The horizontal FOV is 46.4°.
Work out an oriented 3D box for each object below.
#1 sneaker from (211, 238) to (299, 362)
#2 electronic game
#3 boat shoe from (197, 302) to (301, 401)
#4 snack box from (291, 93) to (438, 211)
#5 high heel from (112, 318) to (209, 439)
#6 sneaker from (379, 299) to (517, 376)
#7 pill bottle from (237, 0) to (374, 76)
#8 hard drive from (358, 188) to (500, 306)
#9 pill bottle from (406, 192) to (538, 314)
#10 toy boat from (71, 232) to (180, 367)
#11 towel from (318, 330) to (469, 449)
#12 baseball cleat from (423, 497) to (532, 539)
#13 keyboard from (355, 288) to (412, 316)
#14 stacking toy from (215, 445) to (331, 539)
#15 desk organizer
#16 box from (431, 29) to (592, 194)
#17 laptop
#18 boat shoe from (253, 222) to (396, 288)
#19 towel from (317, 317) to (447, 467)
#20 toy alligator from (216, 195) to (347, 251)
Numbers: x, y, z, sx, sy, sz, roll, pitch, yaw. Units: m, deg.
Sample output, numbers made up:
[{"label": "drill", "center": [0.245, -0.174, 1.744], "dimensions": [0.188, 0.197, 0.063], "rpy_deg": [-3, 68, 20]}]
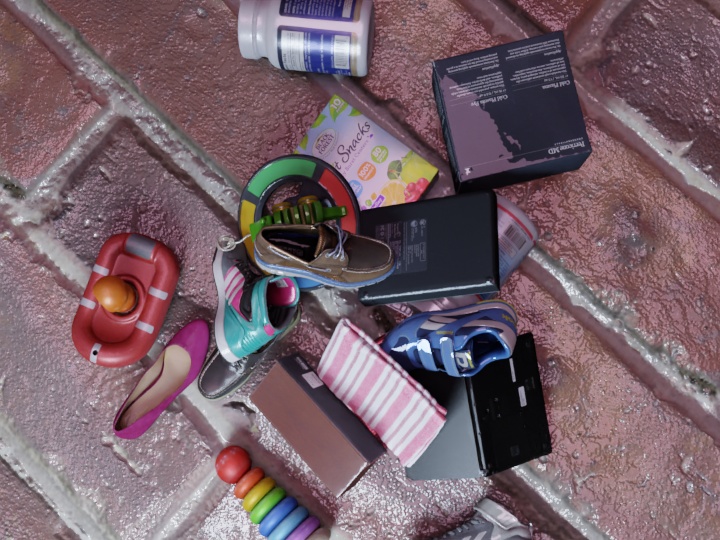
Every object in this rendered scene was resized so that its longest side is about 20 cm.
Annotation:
[{"label": "sneaker", "center": [-0.147, 0.022, 1.196], "dimensions": [0.119, 0.084, 0.203], "rpy_deg": [-21, 54, 18]}, {"label": "electronic game", "center": [-0.092, -0.069, 1.243], "dimensions": [0.195, 0.042, 0.205], "rpy_deg": [4, 102, 18]}, {"label": "boat shoe", "center": [-0.171, 0.109, 1.243], "dimensions": [0.073, 0.065, 0.200], "rpy_deg": [41, 86, 10]}, {"label": "snack box", "center": [0.001, -0.147, 1.270], "dimensions": [0.199, 0.053, 0.143], "rpy_deg": [37, 87, 8]}, {"label": "high heel", "center": [-0.288, 0.158, 1.229], "dimensions": [0.067, 0.096, 0.203], "rpy_deg": [28, 85, 7]}, {"label": "sneaker", "center": [0.116, 0.100, 1.125], "dimensions": [0.196, 0.083, 0.075], "rpy_deg": [-18, 124, 13]}, {"label": "pill bottle", "center": [-0.080, -0.362, 1.272], "dimensions": [0.195, 0.116, 0.119], "rpy_deg": [7, 83, 4]}, {"label": "hard drive", "center": [0.093, -0.031, 1.163], "dimensions": [0.196, 0.033, 0.143], "rpy_deg": [-7, 66, 22]}, {"label": "pill bottle", "center": [0.158, -0.005, 1.209], "dimensions": [0.108, 0.109, 0.201], "rpy_deg": [39, 83, 8]}, {"label": "toy boat", "center": [-0.354, 0.041, 1.232], "dimensions": [0.128, 0.131, 0.204], "rpy_deg": [19, 84, 6]}, {"label": "towel", "center": [0.054, 0.167, 1.243], "dimensions": [0.198, 0.023, 0.146], "rpy_deg": [-31, 81, 0]}, {"label": "baseball cleat", "center": [0.147, 0.377, 1.194], "dimensions": [0.195, 0.070, 0.109], "rpy_deg": [5, 76, -5]}, {"label": "keyboard", "center": [0.000, 0.000, 1.273], "dimensions": [0.197, 0.011, 0.057], "rpy_deg": [27, 85, 7]}, {"label": "stacking toy", "center": [-0.134, 0.333, 1.211], "dimensions": [0.085, 0.085, 0.200], "rpy_deg": [-43, 76, -2]}, {"label": "desk organizer", "center": [-0.063, 0.221, 1.214], "dimensions": [0.200, 0.071, 0.077], "rpy_deg": [46, 109, 15]}, {"label": "box", "center": [0.218, -0.227, 1.240], "dimensions": [0.195, 0.104, 0.186], "rpy_deg": [-12, 81, 3]}, {"label": "laptop", "center": [0.160, 0.197, 1.217], "dimensions": [0.196, 0.103, 0.182], "rpy_deg": [-12, 93, -26]}, {"label": "boat shoe", "center": [-0.046, -0.024, 1.128], "dimensions": [0.195, 0.073, 0.074], "rpy_deg": [2, 66, -3]}, {"label": "towel", "center": [0.023, 0.171, 1.168], "dimensions": [0.199, 0.147, 0.030], "rpy_deg": [42, 52, 13]}, {"label": "toy alligator", "center": [-0.115, -0.065, 1.184], "dimensions": [0.196, 0.054, 0.061], "rpy_deg": [-14, 76, 3]}]
